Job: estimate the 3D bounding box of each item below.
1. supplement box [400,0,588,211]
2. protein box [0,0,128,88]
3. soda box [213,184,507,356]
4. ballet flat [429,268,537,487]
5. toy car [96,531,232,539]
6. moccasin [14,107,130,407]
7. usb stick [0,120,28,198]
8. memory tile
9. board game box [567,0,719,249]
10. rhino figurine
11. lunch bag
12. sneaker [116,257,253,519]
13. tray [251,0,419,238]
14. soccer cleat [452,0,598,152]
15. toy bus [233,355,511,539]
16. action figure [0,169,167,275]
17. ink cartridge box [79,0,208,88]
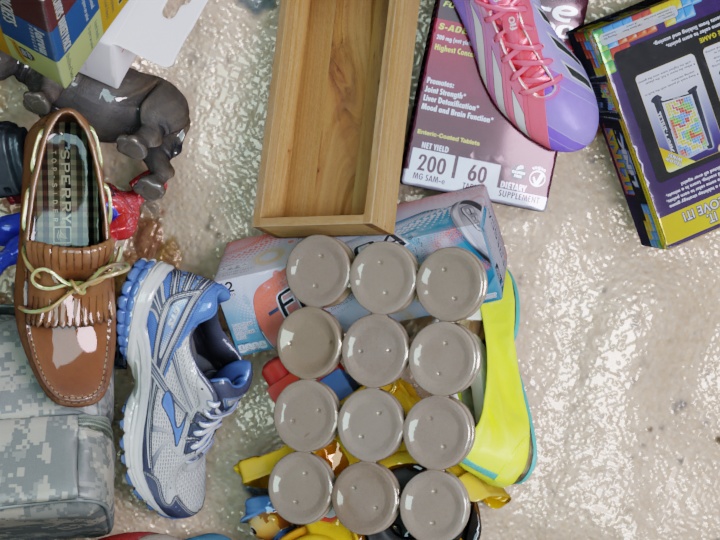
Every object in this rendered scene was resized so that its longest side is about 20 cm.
[{"bbox_3d":[0.099,-0.150,1.729,0.108,0.061,0.201,11,92,-1],"label":"supplement box"},{"bbox_3d":[-0.231,-0.270,1.599,0.200,0.135,0.199,30,72,10],"label":"protein box"},{"bbox_3d":[0.000,0.000,1.703,0.199,0.068,0.064,-13,115,13],"label":"soda box"},{"bbox_3d":[0.079,0.063,1.681,0.067,0.200,0.067,14,134,-20],"label":"ballet flat"},{"bbox_3d":[-0.209,0.266,1.715,0.199,0.184,0.178,5,97,30],"label":"toy car"},{"bbox_3d":[-0.195,-0.009,1.632,0.073,0.078,0.202,4,81,-11],"label":"moccasin"},{"bbox_3d":[-0.328,-0.070,1.718,0.199,0.033,0.056,-6,101,16],"label":"usb stick"},{"bbox_3d":[0.011,0.079,1.630,0.153,0.017,0.201,4,89,25],"label":"memory tile"},{"bbox_3d":[0.267,-0.127,1.706,0.199,0.057,0.166,-22,100,-12],"label":"board game box"},{"bbox_3d":[-0.212,-0.130,1.721,0.200,0.088,0.060,27,136,0],"label":"rhino figurine"},{"bbox_3d":[-0.265,0.102,1.699,0.199,0.139,0.168,-3,76,-3],"label":"lunch bag"},{"bbox_3d":[-0.120,0.091,1.698,0.085,0.077,0.201,6,118,19],"label":"sneaker"},{"bbox_3d":[-0.014,-0.124,1.696,0.098,0.037,0.201,-1,74,32],"label":"tray"},{"bbox_3d":[0.103,-0.170,1.659,0.067,0.076,0.200,-27,92,0],"label":"soccer cleat"},{"bbox_3d":[-0.022,0.154,1.714,0.200,0.136,0.192,-37,79,4],"label":"toy bus"},{"bbox_3d":[-0.228,-0.030,1.713,0.199,0.065,0.052,-21,130,-21],"label":"action figure"},{"bbox_3d":[-0.198,-0.208,1.689,0.199,0.067,0.117,24,67,8],"label":"ink cartridge box"}]
